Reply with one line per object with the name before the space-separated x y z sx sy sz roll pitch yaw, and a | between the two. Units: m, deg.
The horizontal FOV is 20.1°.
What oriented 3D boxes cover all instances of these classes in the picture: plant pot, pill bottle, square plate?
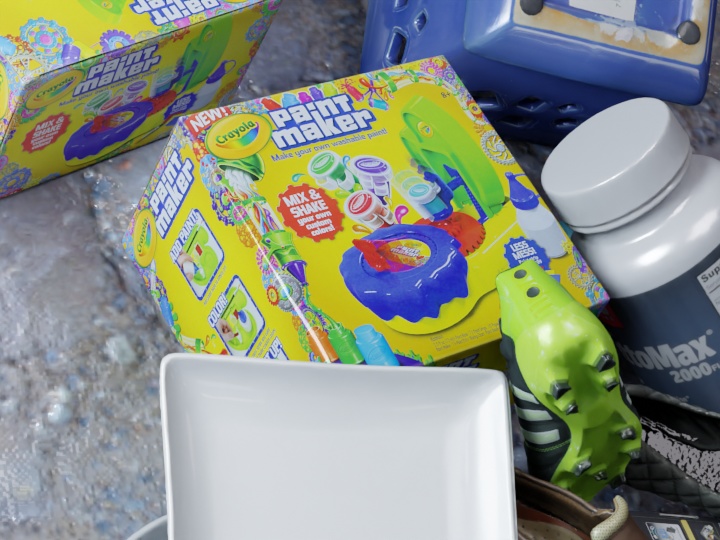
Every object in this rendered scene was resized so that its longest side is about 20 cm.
plant pot | 0.130 -0.198 1.336 0.198 0.180 0.202 11 82 -20
pill bottle | 0.198 -0.001 1.255 0.201 0.119 0.120 54 42 -24
square plate | -0.010 0.146 1.032 0.198 0.028 0.200 4 75 -25

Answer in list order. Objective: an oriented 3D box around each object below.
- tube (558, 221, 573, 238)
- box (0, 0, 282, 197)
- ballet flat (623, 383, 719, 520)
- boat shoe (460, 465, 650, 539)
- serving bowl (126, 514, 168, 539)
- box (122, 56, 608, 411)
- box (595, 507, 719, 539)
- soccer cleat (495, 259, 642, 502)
tube | 0.178 -0.007 1.357 0.198 0.051 0.078 -6 54 -25
box | -0.191 -0.175 1.242 0.199 0.122 0.193 -24 68 -38
ballet flat | 0.221 0.115 1.210 0.198 0.057 0.067 13 68 -5
boat shoe | 0.130 0.161 1.096 0.201 0.075 0.075 24 37 8
serving bowl | -0.059 0.223 1.045 0.198 0.066 0.201 13 51 -17
box | 0.000 0.000 1.197 0.199 0.122 0.193 -17 64 -36
box | 0.178 0.221 1.145 0.160 0.049 0.201 8 38 -22
soccer cleat | 0.112 0.065 1.118 0.067 0.201 0.081 -27 58 -7
